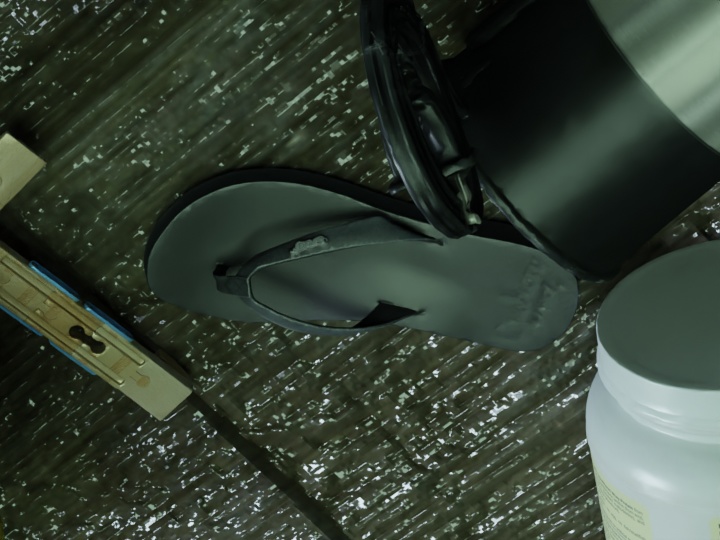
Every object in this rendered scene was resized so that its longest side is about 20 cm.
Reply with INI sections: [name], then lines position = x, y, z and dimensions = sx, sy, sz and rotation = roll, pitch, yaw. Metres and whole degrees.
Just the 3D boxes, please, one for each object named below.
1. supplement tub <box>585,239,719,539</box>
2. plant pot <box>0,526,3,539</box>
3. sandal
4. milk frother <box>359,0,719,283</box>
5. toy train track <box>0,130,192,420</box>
[supplement tub]
position = 0.180, 0.100, 0.921
dimensions = 0.145, 0.145, 0.200
rotation = -8, 120, 8
[plant pot]
position = -0.273, 0.100, 0.859
dimensions = 0.200, 0.200, 0.176
rotation = -23, 104, 35
[sandal]
position = 0.000, -0.001, 0.928
dimensions = 0.200, 0.043, 0.076
rotation = 5, 121, 0
[milk frother]
position = 0.108, -0.095, 0.777
dimensions = 0.181, 0.200, 0.188
rotation = 43, 114, -16
[toy train track]
position = -0.159, 0.000, 0.947
dimensions = 0.115, 0.033, 0.200
rotation = -43, 116, 16
